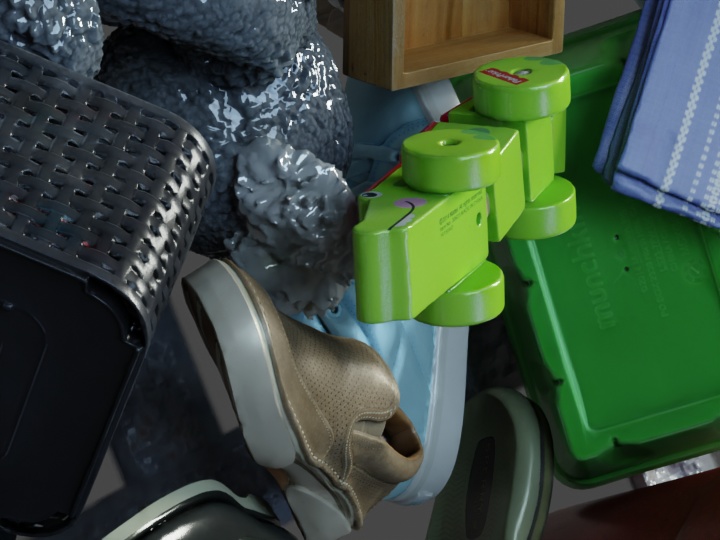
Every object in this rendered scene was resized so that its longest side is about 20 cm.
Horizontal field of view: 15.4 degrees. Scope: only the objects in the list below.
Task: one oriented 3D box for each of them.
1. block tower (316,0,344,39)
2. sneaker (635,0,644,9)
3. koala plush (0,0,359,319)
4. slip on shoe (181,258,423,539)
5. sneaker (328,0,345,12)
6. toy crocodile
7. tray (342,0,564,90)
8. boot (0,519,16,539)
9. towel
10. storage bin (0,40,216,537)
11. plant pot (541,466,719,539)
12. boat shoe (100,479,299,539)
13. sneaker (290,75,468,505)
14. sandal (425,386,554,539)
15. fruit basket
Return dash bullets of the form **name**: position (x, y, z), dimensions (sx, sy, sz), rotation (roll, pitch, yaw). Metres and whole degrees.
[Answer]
- **block tower**: position (0.033, -0.187, 1.198), dimensions (0.058, 0.054, 0.201), rotation (28, 66, -29)
- **sneaker**: position (0.139, -0.149, 1.222), dimensions (0.131, 0.079, 0.200), rotation (64, 31, -13)
- **koala plush**: position (-0.061, -0.086, 1.032), dimensions (0.183, 0.177, 0.201), rotation (-25, 118, -7)
- **slip on shoe**: position (-0.017, 0.046, 1.009), dimensions (0.060, 0.200, 0.076), rotation (-24, 60, -1)
- **sneaker**: position (-0.021, -0.215, 1.117), dimensions (0.075, 0.115, 0.201), rotation (-5, 108, -40)
- **toy crocodile**: position (0.039, -0.032, 1.026), dimensions (0.200, 0.061, 0.068), rotation (-45, 135, -55)
- **tray**: position (0.040, -0.181, 1.079), dimensions (0.098, 0.037, 0.201), rotation (-15, 114, -38)
- **boot**: position (-0.142, 0.146, 0.999), dimensions (0.199, 0.076, 0.169), rotation (18, 75, -25)
- **towel**: position (0.205, -0.068, 1.118), dimensions (0.199, 0.024, 0.146), rotation (21, 78, -14)
- **storage bin**: position (-0.166, -0.010, 0.926), dimensions (0.199, 0.136, 0.094), rotation (22, 42, -4)
- **plant pot**: position (0.162, 0.168, 1.140), dimensions (0.200, 0.195, 0.202), rotation (7, 78, -34)
- **boat shoe**: position (-0.060, 0.124, 1.006), dimensions (0.063, 0.074, 0.201), rotation (53, 9, 15)
- **sneaker**: position (0.000, 0.000, 1.121), dimensions (0.082, 0.074, 0.202), rotation (0, 87, -38)
- **sandal**: position (0.036, 0.142, 1.130), dimensions (0.057, 0.080, 0.202), rotation (25, 59, -35)
- **fruit basket**: position (0.134, -0.015, 1.211), dimensions (0.216, 0.155, 0.217), rotation (-17, 90, -80)
